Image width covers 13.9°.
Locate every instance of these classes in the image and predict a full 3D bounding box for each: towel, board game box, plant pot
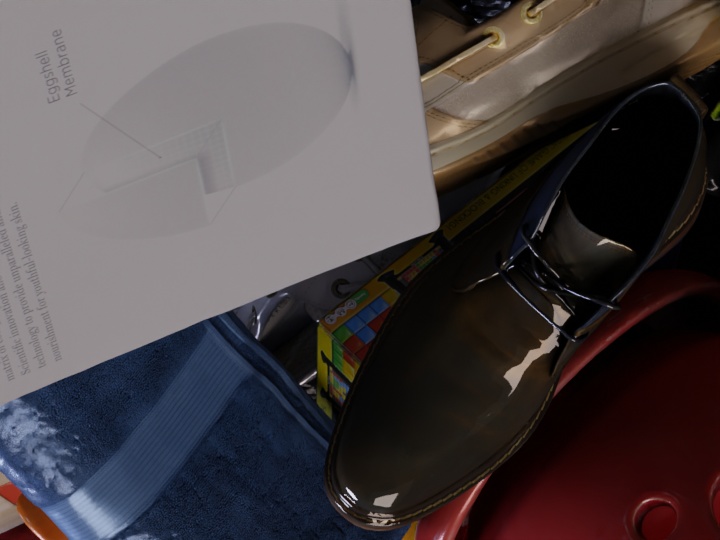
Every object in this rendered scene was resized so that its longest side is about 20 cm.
[{"bbox_3d":[-0.072,0.067,1.130,0.200,0.112,0.048,50,153,-21],"label":"towel"},{"bbox_3d":[0.057,0.045,1.242,0.165,0.057,0.200,-37,155,-22],"label":"board game box"},{"bbox_3d":[0.132,0.117,1.183,0.200,0.182,0.201,-39,155,-23],"label":"plant pot"}]

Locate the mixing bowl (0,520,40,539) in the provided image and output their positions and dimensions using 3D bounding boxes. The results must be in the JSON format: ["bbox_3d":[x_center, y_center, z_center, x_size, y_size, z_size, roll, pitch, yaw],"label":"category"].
[{"bbox_3d":[-0.115,0.159,1.385,0.199,0.109,0.200,-10,154,-5],"label":"mixing bowl"}]

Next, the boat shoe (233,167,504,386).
[{"bbox_3d":[0.000,0.000,1.218,0.071,0.070,0.200,17,137,-30],"label":"boat shoe"}]

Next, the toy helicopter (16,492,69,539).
[{"bbox_3d":[-0.062,0.100,1.265,0.079,0.132,0.200,-52,180,6],"label":"toy helicopter"}]

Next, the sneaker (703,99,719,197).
[{"bbox_3d":[0.170,-0.050,1.187,0.082,0.072,0.200,-13,147,6],"label":"sneaker"}]

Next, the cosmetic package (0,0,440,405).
[{"bbox_3d":[-0.095,-0.079,0.967,0.199,0.123,0.200,-23,141,-12],"label":"cosmetic package"}]

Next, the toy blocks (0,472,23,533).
[{"bbox_3d":[-0.180,0.069,1.268,0.136,0.100,0.200,-24,156,6],"label":"toy blocks"}]

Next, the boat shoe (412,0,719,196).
[{"bbox_3d":[0.042,-0.074,1.121,0.199,0.069,0.074,-24,175,9],"label":"boat shoe"}]

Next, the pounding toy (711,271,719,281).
[{"bbox_3d":[0.264,0.049,1.298,0.200,0.143,0.184,-30,143,28],"label":"pounding toy"}]

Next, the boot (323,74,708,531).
[{"bbox_3d":[0.057,0.006,1.084,0.200,0.075,0.097,-49,171,-14],"label":"boot"}]
